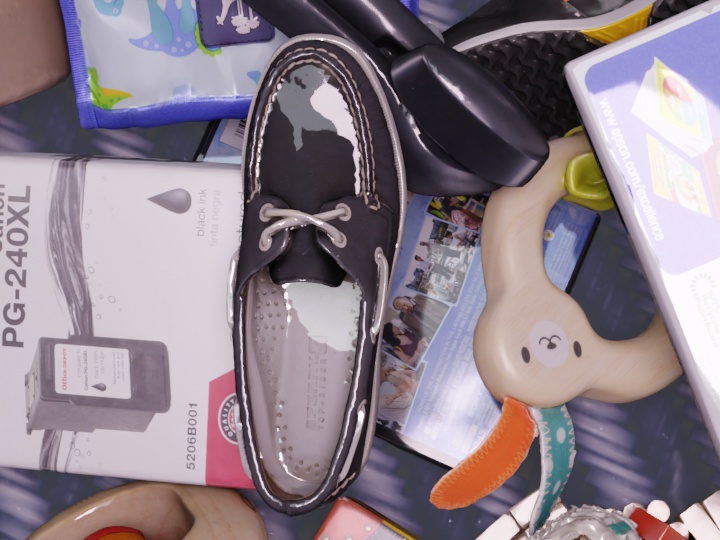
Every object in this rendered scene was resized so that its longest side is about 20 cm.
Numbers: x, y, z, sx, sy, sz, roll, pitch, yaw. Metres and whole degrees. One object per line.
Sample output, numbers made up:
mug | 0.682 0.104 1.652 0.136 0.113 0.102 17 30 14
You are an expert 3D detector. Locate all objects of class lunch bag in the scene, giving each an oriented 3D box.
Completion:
lunch bag | -0.059 -0.171 0.934 0.168 0.127 0.202 -4 83 7

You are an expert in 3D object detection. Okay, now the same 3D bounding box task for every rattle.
rattle | 0.117 0.015 0.858 0.131 0.142 0.200 52 53 -23

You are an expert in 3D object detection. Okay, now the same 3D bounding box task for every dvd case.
dvd case | 0.000 0.000 0.958 0.198 0.018 0.144 23 85 8

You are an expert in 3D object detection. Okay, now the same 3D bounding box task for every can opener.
can opener | 0.000 -0.107 0.862 0.200 0.079 0.063 42 46 -3

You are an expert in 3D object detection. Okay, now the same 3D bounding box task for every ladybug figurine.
ladybug figurine | -0.099 0.153 0.867 0.135 0.200 0.072 -25 104 -8

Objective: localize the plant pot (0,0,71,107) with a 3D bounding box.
plant pot | -0.223 -0.152 0.931 0.199 0.200 0.176 -21 99 2

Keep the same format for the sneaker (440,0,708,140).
sneaker | 0.116 -0.130 0.950 0.198 0.070 0.091 -19 43 16

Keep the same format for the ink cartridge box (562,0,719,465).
ink cartridge box | 0.211 -0.031 0.810 0.198 0.047 0.199 -22 87 3

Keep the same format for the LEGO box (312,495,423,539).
LEGO box | 0.039 0.219 0.892 0.199 0.077 0.150 30 85 9

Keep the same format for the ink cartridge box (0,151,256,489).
ink cartridge box | -0.113 0.020 0.913 0.198 0.083 0.147 3 95 9

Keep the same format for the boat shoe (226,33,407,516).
boat shoe | -0.023 0.003 0.821 0.073 0.060 0.202 6 98 7

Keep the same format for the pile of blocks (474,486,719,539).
pile of blocks | 0.150 0.138 0.901 0.198 0.062 0.083 -1 81 6

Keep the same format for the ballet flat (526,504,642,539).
ballet flat | 0.048 0.179 0.825 0.072 0.072 0.201 36 87 9
